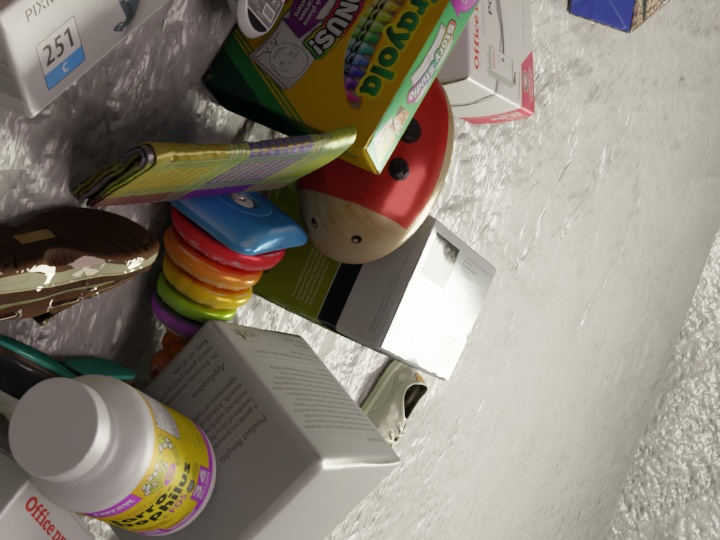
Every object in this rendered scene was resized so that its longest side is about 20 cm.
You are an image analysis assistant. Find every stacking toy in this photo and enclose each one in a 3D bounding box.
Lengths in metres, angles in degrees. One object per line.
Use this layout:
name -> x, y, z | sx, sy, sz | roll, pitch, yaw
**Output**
stacking toy -> -0.145, 0.020, 1.213 | 0.116, 0.109, 0.201 | -15, 136, -59

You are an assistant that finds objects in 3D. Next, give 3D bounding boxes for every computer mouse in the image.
computer mouse -> -0.074, -0.294, 1.134 | 0.202, 0.043, 0.110 | -68, 159, -9

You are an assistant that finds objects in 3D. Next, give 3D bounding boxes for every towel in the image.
towel -> -0.115, -0.083, 1.078 | 0.198, 0.143, 0.023 | -9, 82, -34

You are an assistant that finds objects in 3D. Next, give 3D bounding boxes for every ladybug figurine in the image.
ladybug figurine -> 0.011, -0.106, 1.202 | 0.072, 0.134, 0.202 | 50, 57, -70

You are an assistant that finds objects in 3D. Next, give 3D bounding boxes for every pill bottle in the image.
pill bottle -> -0.193, 0.143, 1.055 | 0.105, 0.104, 0.200 | -61, 157, -9

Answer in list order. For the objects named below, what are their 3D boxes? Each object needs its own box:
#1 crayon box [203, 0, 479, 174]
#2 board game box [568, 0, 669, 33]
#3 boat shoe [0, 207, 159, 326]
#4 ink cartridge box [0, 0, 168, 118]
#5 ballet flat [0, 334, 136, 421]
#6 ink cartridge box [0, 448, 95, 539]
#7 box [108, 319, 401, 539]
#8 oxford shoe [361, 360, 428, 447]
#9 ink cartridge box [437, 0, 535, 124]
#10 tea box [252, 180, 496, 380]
crayon box -> -0.012, -0.206, 1.172 | 0.201, 0.171, 0.058 | -60, 154, -12
board game box -> 0.373, -0.434, 1.799 | 0.200, 0.096, 0.161 | -40, 144, -41
boat shoe -> -0.242, 0.002, 1.041 | 0.201, 0.075, 0.075 | -8, 133, -54
ink cartridge box -> -0.198, -0.235, 0.941 | 0.200, 0.044, 0.177 | -50, 151, -31
ballet flat -> -0.250, 0.100, 1.099 | 0.074, 0.073, 0.200 | -65, 156, -1
ink cartridge box -> -0.319, 0.251, 1.071 | 0.201, 0.083, 0.147 | -54, 151, -24
box -> -0.108, 0.178, 1.241 | 0.199, 0.172, 0.200 | -46, 158, 12
oxford shoe -> 0.023, 0.206, 1.718 | 0.201, 0.057, 0.075 | -57, 155, -14
ink cartridge box -> 0.113, -0.246, 1.425 | 0.200, 0.082, 0.148 | 9, 78, -63
tea box -> 0.000, 0.000, 1.340 | 0.135, 0.195, 0.200 | -65, 153, -3
